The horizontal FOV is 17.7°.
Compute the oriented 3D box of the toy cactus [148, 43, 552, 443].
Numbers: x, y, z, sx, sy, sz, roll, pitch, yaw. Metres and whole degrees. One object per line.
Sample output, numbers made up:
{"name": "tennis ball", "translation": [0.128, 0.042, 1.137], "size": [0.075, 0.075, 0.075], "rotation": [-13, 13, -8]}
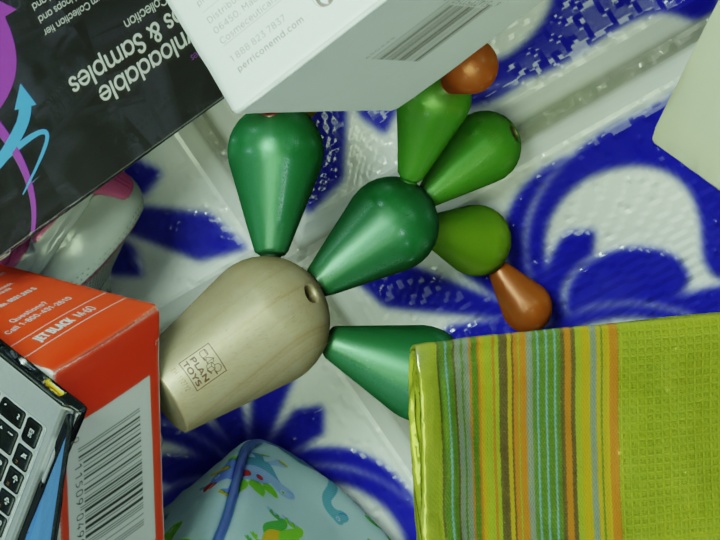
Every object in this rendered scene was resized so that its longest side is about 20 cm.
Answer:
{"name": "toy cactus", "translation": [0.000, 0.000, 0.810], "size": [0.165, 0.102, 0.201], "rotation": [-36, 105, -18]}

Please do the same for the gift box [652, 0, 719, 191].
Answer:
{"name": "gift box", "translation": [0.218, -0.041, 0.704], "size": [0.184, 0.187, 0.201], "rotation": [17, 102, -20]}

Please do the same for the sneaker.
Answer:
{"name": "sneaker", "translation": [-0.112, 0.048, 0.882], "size": [0.088, 0.082, 0.201], "rotation": [22, 122, -4]}

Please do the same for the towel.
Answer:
{"name": "towel", "translation": [0.114, 0.057, 0.796], "size": [0.199, 0.018, 0.087], "rotation": [-6, 100, -12]}

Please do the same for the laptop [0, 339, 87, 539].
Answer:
{"name": "laptop", "translation": [-0.166, 0.115, 0.726], "size": [0.200, 0.116, 0.188], "rotation": [37, 125, 16]}

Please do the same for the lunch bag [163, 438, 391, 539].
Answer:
{"name": "lunch bag", "translation": [-0.011, 0.172, 0.872], "size": [0.082, 0.161, 0.200], "rotation": [-39, 105, 21]}

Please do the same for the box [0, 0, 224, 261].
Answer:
{"name": "box", "translation": [-0.125, -0.121, 0.777], "size": [0.036, 0.143, 0.201], "rotation": [-4, 116, 47]}

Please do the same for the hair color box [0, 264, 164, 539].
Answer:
{"name": "hair color box", "translation": [-0.164, 0.050, 0.812], "size": [0.199, 0.064, 0.112], "rotation": [14, 117, 28]}

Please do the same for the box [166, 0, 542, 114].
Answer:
{"name": "box", "translation": [-0.028, -0.157, 0.714], "size": [0.097, 0.124, 0.201], "rotation": [-35, 81, 21]}
